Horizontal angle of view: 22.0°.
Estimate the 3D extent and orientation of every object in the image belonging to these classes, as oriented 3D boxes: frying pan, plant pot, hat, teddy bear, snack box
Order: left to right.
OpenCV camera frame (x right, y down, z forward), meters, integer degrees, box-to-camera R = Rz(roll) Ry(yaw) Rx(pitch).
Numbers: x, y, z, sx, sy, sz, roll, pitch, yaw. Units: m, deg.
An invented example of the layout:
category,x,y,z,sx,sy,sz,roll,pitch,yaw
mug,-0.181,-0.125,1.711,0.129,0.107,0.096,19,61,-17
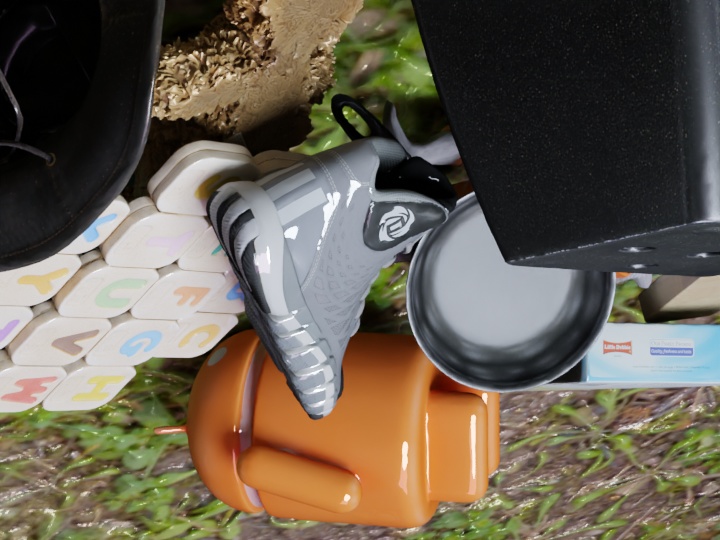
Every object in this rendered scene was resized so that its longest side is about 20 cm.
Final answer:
category,x,y,z,sx,sy,sz,roll,pitch,yaw
hat,-0.137,-0.097,0.799,0.200,0.201,0.081,-41,161,30
teddy bear,-0.064,-0.090,0.895,0.145,0.067,0.201,-23,147,-31
frying pan,0.045,-0.006,0.967,0.189,0.031,0.115,23,100,-16
snack box,0.133,0.054,1.134,0.116,0.037,0.200,2,175,-26
plant pot,0.149,-0.094,0.827,0.199,0.179,0.199,4,170,-35

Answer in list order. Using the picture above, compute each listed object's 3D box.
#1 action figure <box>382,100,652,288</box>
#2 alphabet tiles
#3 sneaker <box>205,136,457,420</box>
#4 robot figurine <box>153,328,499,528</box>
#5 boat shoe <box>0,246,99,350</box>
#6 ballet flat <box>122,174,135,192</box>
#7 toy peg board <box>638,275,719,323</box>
category,x,y,z,sx,sy,sz,roll,pitch,yaw
action figure,0.080,-0.016,1.049,0.192,0.105,0.200,8,136,-17
alphabet tiles,-0.109,0.008,0.912,0.200,0.015,0.195,-44,153,27
sneaker,0.000,0.000,0.916,0.115,0.075,0.200,-30,155,-8
robot figurine,-0.018,0.093,1.109,0.199,0.144,0.117,3,145,15
boat shoe,-0.164,0.024,0.996,0.074,0.093,0.200,-31,143,18
ballet flat,-0.166,-0.049,0.910,0.200,0.072,0.072,-23,159,-49
toy peg board,0.274,-0.055,1.045,0.199,0.098,0.199,-7,163,-16
